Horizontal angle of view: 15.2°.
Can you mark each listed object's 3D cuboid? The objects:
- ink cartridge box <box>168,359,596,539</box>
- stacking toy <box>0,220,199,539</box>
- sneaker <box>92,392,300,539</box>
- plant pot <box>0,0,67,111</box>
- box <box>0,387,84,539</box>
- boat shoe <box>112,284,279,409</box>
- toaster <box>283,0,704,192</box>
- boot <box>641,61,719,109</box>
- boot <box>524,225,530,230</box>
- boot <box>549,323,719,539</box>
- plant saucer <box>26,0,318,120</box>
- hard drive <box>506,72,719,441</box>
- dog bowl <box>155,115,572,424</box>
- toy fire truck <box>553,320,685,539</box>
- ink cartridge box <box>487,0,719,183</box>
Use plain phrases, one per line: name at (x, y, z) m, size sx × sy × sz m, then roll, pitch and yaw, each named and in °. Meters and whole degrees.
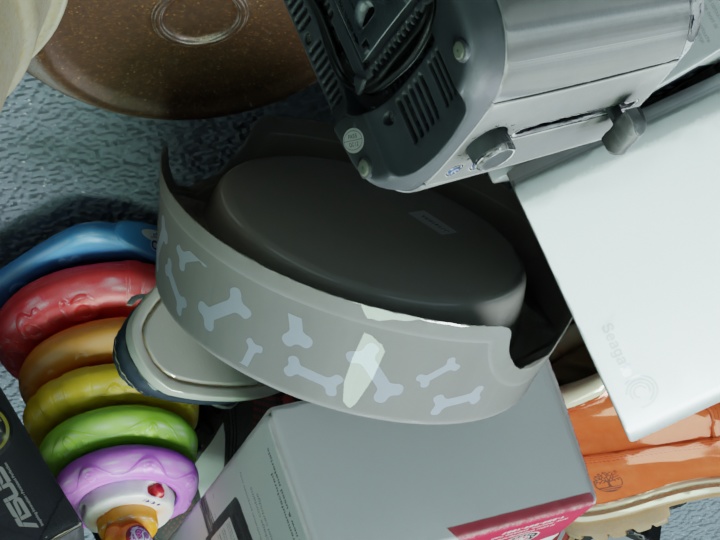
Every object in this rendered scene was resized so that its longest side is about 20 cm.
ink cartridge box at (0.004, 0.121, 1.286) m, size 0.145 × 0.084 × 0.200 m, roll -13°, pitch 161°, yaw -23°
stacking toy at (-0.117, 0.086, 1.294) m, size 0.110 × 0.201 × 0.116 m, roll -30°, pitch 143°, yaw 29°
sneaker at (-0.092, 0.090, 1.411) m, size 0.098 × 0.071 × 0.201 m, roll -15°, pitch 154°, yaw -32°
plant pot at (-0.220, -0.060, 1.033) m, size 0.199 × 0.184 × 0.201 m, roll 2°, pitch 144°, yaw 2°
box at (-0.192, 0.091, 1.287) m, size 0.049 × 0.200 × 0.161 m, roll -25°, pitch 153°, yaw -20°
boat shoe at (-0.058, 0.022, 1.277) m, size 0.062 × 0.075 × 0.200 m, roll -23°, pitch -175°, yaw 35°
toaster at (0.041, -0.129, 1.042) m, size 0.129 × 0.201 × 0.114 m, roll -8°, pitch 153°, yaw -35°
boot at (0.143, -0.058, 1.162) m, size 0.131 × 0.201 × 0.070 m, roll -26°, pitch -176°, yaw 30°
boot at (0.175, -0.016, 1.242) m, size 0.079 × 0.158 × 0.211 m, roll -38°, pitch 172°, yaw -46°
boot at (0.166, 0.055, 1.294) m, size 0.199 × 0.075 × 0.107 m, roll -21°, pitch 124°, yaw 15°
plant saucer at (-0.070, -0.121, 1.145) m, size 0.199 × 0.037 × 0.201 m, roll -7°, pitch 147°, yaw -5°
hard drive at (0.178, -0.025, 1.133) m, size 0.199 × 0.026 × 0.132 m, roll -25°, pitch 112°, yaw 4°
dog bowl at (0.000, 0.000, 1.193) m, size 0.199 × 0.200 × 0.059 m, roll 8°, pitch 116°, yaw -24°
toy fire truck at (0.082, 0.073, 1.424) m, size 0.199 × 0.129 × 0.176 m, roll 17°, pitch 138°, yaw -3°
ink cartridge box at (0.118, -0.126, 1.118) m, size 0.200 × 0.100 × 0.039 m, roll -29°, pitch 172°, yaw 26°
